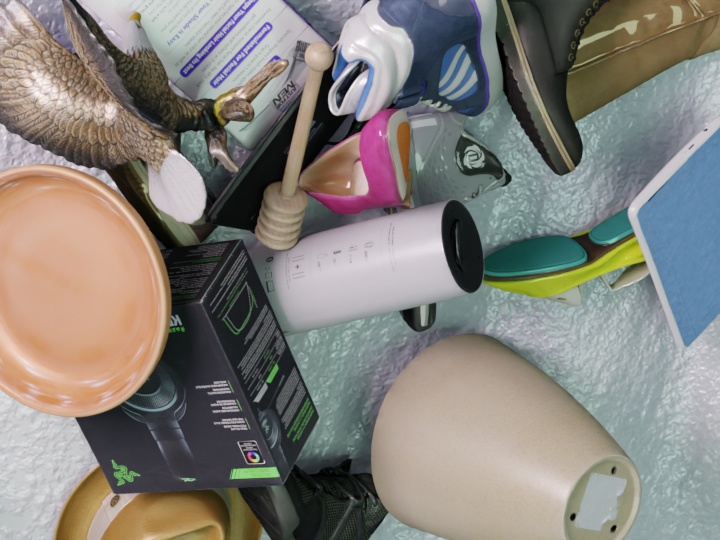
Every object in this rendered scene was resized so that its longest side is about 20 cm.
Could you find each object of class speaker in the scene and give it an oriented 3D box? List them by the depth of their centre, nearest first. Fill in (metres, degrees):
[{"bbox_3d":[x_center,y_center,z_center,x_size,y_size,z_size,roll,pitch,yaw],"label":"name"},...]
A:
[{"bbox_3d":[0.000,0.000,1.558,0.199,0.081,0.081,-14,122,27],"label":"speaker"}]

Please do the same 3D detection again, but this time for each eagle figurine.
[{"bbox_3d":[-0.182,-0.139,1.399,0.199,0.151,0.152,15,112,-33],"label":"eagle figurine"}]

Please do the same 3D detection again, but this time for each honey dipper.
[{"bbox_3d":[-0.050,-0.099,1.494,0.038,0.038,0.200,-1,136,-16],"label":"honey dipper"}]

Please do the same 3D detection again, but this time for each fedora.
[{"bbox_3d":[-0.173,0.249,1.669,0.200,0.082,0.201,-7,115,-15],"label":"fedora"}]

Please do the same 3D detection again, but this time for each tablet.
[{"bbox_3d":[0.305,-0.031,1.684,0.130,0.014,0.200,-44,136,-15],"label":"tablet"}]

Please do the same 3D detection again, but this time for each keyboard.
[{"bbox_3d":[-0.041,-0.111,1.550,0.200,0.021,0.127,-51,153,17],"label":"keyboard"}]

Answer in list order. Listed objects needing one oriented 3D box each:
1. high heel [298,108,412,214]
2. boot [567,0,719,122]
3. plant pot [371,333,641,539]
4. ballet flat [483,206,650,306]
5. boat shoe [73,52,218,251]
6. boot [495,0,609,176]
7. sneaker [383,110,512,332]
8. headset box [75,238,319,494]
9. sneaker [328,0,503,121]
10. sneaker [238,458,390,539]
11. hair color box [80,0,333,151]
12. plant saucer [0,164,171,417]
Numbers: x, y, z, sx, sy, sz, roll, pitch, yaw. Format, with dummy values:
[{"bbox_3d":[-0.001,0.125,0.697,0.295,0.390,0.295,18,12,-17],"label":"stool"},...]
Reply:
[{"bbox_3d":[-0.009,-0.086,1.473,0.095,0.200,0.068,5,84,4],"label":"high heel"},{"bbox_3d":[0.229,-0.227,1.590,0.199,0.066,0.176,-22,117,-5],"label":"boot"},{"bbox_3d":[0.141,0.171,1.633,0.187,0.200,0.188,-12,111,-34],"label":"plant pot"},{"bbox_3d":[0.204,-0.006,1.681,0.199,0.067,0.067,-21,120,-9],"label":"ballet flat"},{"bbox_3d":[-0.176,-0.102,1.525,0.066,0.072,0.201,-42,121,-20],"label":"boat shoe"},{"bbox_3d":[0.176,-0.192,1.535,0.138,0.077,0.201,-24,101,-4],"label":"boot"},{"bbox_3d":[0.080,-0.046,1.622,0.115,0.075,0.201,-14,118,-16],"label":"sneaker"},{"bbox_3d":[-0.150,0.088,1.555,0.173,0.093,0.201,-6,122,26],"label":"headset box"},{"bbox_3d":[0.034,-0.159,1.496,0.146,0.081,0.200,-32,158,-10],"label":"sneaker"},{"bbox_3d":[-0.039,0.197,1.674,0.114,0.076,0.200,-42,141,-12],"label":"sneaker"},{"bbox_3d":[-0.125,-0.202,1.495,0.109,0.065,0.200,-46,116,5],"label":"hair color box"},{"bbox_3d":[-0.232,0.014,1.459,0.199,0.037,0.201,7,107,22],"label":"plant saucer"}]
